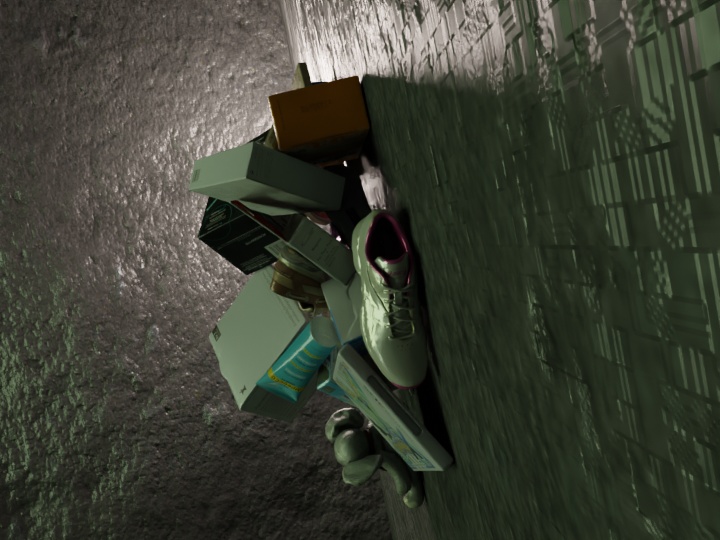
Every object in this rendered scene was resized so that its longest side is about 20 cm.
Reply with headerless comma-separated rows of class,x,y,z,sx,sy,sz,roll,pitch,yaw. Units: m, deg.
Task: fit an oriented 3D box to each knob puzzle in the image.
knob puzzle,-0.096,-0.170,1.008,0.222,0.030,0.221,60,-165,-27

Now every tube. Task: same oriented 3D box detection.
tube,-0.096,0.146,0.886,0.201,0.076,0.051,-52,11,42

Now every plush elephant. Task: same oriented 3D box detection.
plush elephant,0.020,0.332,1.038,0.166,0.151,0.204,-110,8,-54

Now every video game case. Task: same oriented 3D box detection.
video game case,0.032,0.189,0.751,0.182,0.022,0.201,47,164,11

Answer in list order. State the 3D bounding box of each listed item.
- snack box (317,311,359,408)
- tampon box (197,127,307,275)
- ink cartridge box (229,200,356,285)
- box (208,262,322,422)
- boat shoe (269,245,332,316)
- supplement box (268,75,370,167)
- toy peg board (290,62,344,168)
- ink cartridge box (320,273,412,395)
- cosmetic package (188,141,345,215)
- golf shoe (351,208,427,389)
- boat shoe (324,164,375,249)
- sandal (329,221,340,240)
snack box,-0.013,0.124,0.955,0.115,0.037,0.203,31,-140,-29
tampon box,-0.187,-0.126,1.049,0.126,0.147,0.204,42,-142,-40
ink cartridge box,-0.090,-0.057,0.767,0.172,0.044,0.200,37,180,-13
box,-0.153,0.129,1.049,0.130,0.201,0.199,29,-166,-44
boat shoe,-0.068,0.030,0.861,0.075,0.073,0.199,32,180,39
supplement box,-0.060,-0.200,0.818,0.200,0.123,0.075,-171,66,-86
toy peg board,-0.079,-0.283,1.173,0.199,0.096,0.205,131,126,-65
ink cartridge box,0.013,0.108,0.843,0.202,0.065,0.117,68,179,-47
cosmetic package,-0.138,-0.124,0.814,0.198,0.149,0.053,4,79,52
golf shoe,0.033,0.030,0.625,0.092,0.073,0.205,121,135,-78
boat shoe,-0.006,-0.073,0.837,0.201,0.073,0.069,56,170,35
sandal,-0.028,-0.077,1.001,0.049,0.083,0.203,34,-175,-19
